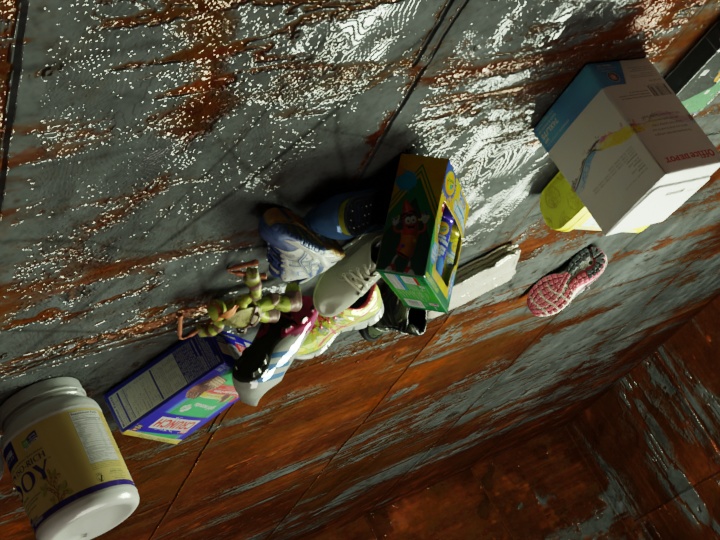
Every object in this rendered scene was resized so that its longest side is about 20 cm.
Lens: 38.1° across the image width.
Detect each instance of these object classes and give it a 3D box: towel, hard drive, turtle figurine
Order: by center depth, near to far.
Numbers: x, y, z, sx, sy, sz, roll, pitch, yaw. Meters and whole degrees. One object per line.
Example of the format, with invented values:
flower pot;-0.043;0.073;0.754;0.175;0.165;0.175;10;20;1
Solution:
turtle figurine;-0.157;0.050;1.483;0.161;0.065;0.200;-5;147;-49
hard drive;0.548;-0.317;1.640;0.139;0.038;0.200;-14;152;-37
towel;0.209;0.023;1.955;0.199;0.035;0.133;-27;158;-9

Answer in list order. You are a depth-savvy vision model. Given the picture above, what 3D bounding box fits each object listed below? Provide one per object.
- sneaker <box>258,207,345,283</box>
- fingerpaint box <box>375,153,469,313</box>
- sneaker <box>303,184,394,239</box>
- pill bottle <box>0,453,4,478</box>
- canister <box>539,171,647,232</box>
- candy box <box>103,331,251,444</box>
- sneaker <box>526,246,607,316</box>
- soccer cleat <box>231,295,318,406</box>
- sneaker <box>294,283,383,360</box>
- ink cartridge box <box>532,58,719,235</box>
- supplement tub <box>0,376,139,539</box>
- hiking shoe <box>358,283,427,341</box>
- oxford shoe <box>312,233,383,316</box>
sneaker;-0.092;-0.021;1.389;0.088;0.075;0.200;-41;157;10
fingerpaint box;0.092;-0.047;1.455;0.073;0.168;0.200;9;166;16
sneaker;-0.004;-0.080;1.425;0.078;0.066;0.200;-1;-173;31
pill bottle;-0.584;0.307;1.424;0.200;0.114;0.114;-40;157;24
canister;0.427;-0.128;1.775;0.199;0.087;0.149;2;145;-33
candy box;-0.266;0.181;1.616;0.200;0.077;0.169;-34;158;10
sneaker;0.448;0.032;2.233;0.200;0.081;0.075;-36;160;13
soccer cleat;-0.131;0.121;1.588;0.200;0.070;0.087;-50;150;-37
sneaker;-0.052;0.069;1.671;0.200;0.078;0.090;-29;152;-21
ink cartridge box;0.384;-0.180;1.502;0.146;0.200;0.146;-13;153;-37
supplement tub;-0.408;0.264;1.441;0.145;0.200;0.146;-27;159;-11
hiking shoe;0.062;0.081;1.796;0.076;0.101;0.200;-13;153;-37
oxford shoe;0.000;0.000;1.556;0.075;0.058;0.200;35;113;-26
